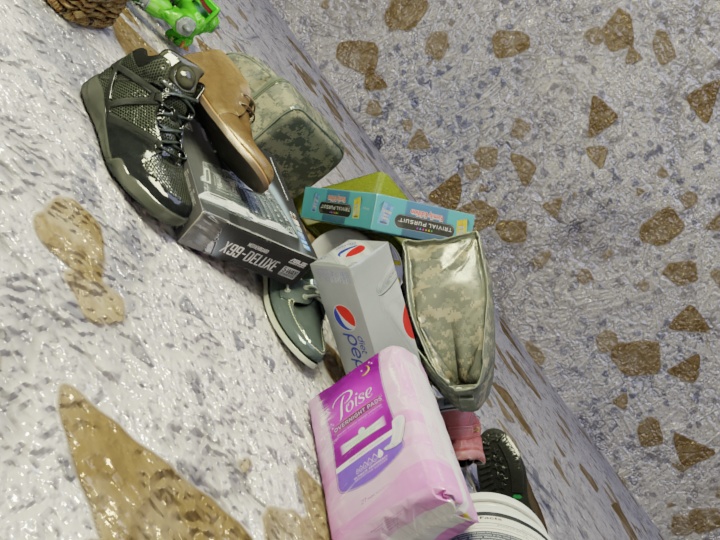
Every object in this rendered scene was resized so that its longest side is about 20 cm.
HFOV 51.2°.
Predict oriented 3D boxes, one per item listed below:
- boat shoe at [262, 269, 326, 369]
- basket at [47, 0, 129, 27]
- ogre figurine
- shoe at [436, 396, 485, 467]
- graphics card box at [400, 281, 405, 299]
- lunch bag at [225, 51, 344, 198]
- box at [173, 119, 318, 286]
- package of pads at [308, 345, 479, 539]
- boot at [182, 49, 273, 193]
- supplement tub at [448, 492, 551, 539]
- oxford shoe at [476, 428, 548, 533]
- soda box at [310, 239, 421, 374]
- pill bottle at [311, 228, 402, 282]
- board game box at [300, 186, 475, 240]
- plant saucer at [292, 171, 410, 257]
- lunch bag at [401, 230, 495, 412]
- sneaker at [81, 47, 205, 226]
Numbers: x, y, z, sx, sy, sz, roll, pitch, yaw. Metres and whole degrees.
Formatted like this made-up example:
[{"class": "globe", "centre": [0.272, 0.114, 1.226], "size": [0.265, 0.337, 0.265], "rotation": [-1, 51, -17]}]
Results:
[{"class": "boat shoe", "centre": [-0.071, 0.026, 0.873], "size": [0.073, 0.062, 0.200], "rotation": [44, 16, -42]}, {"class": "basket", "centre": [-0.369, -0.385, 0.880], "size": [0.200, 0.149, 0.143], "rotation": [52, 45, -11]}, {"class": "ogre figurine", "centre": [-0.293, -0.422, 1.194], "size": [0.120, 0.098, 0.200], "rotation": [41, 2, -6]}, {"class": "shoe", "centre": [0.144, 0.242, 1.098], "size": [0.200, 0.071, 0.091], "rotation": [63, 22, -70]}, {"class": "graphics card box", "centre": [0.114, 0.058, 1.218], "size": [0.051, 0.126, 0.200], "rotation": [24, -21, 27]}, {"class": "lunch bag", "centre": [-0.136, -0.224, 1.131], "size": [0.168, 0.139, 0.200], "rotation": [60, 13, 24]}, {"class": "box", "centre": [-0.147, -0.087, 0.852], "size": [0.158, 0.050, 0.200], "rotation": [24, 29, -41]}, {"class": "package of pads", "centre": [0.024, 0.172, 0.691], "size": [0.076, 0.120, 0.200], "rotation": [46, 15, -31]}, {"class": "boot", "centre": [-0.139, -0.171, 0.821], "size": [0.200, 0.075, 0.074], "rotation": [54, -21, 21]}, {"class": "supplement tub", "centre": [0.110, 0.290, 0.640], "size": [0.140, 0.140, 0.200], "rotation": [53, 12, -2]}, {"class": "oxford shoe", "centre": [0.225, 0.334, 1.124], "size": [0.084, 0.073, 0.200], "rotation": [26, 45, -72]}, {"class": "soda box", "centre": [0.014, 0.068, 0.851], "size": [0.068, 0.063, 0.200], "rotation": [-34, 117, -39]}, {"class": "pill bottle", "centre": [0.000, 0.000, 1.096], "size": [0.111, 0.111, 0.200], "rotation": [56, 12, 11]}, {"class": "board game box", "centre": [0.031, -0.072, 1.008], "size": [0.151, 0.047, 0.200], "rotation": [9, 4, -30]}, {"class": "plant saucer", "centre": [0.010, -0.060, 1.221], "size": [0.200, 0.200, 0.048], "rotation": [46, 50, -34]}, {"class": "lunch bag", "centre": [0.114, 0.076, 0.949], "size": [0.164, 0.117, 0.200], "rotation": [63, 20, -68]}, {"class": "sneaker", "centre": [-0.198, -0.144, 0.745], "size": [0.076, 0.114, 0.200], "rotation": [29, 30, -60]}]
